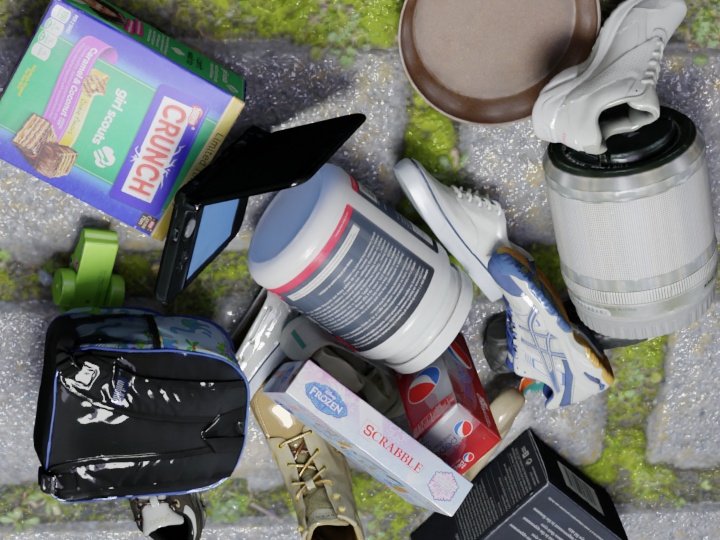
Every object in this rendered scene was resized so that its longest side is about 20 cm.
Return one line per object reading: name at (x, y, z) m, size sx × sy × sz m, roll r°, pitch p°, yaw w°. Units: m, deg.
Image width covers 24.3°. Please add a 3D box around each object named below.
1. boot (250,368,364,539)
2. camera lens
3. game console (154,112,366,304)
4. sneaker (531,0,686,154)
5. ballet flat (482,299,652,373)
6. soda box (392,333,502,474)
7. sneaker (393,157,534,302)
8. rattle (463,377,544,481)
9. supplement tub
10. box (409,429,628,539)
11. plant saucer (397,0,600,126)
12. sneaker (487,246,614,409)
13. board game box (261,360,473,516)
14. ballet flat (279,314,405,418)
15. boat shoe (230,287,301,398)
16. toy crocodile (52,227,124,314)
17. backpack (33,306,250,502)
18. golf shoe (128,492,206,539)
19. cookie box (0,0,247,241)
boot at (-0.056, 0.214, 1.768) m, size 0.072 × 0.156 × 0.201 m, roll -23°, pitch 120°, yaw 5°
camera lens at (0.271, -0.054, 1.667) m, size 0.159 × 0.160 × 0.201 m, roll -14°, pitch 120°, yaw -1°
game console at (-0.093, -0.060, 1.569) m, size 0.116 × 0.200 × 0.177 m, roll 21°, pitch 117°, yaw 9°
sneaker at (0.260, -0.183, 1.602) m, size 0.200 × 0.099 × 0.078 m, roll -49°, pitch 148°, yaw -9°
ballet flat at (0.229, 0.067, 1.790) m, size 0.199 × 0.067 × 0.057 m, roll -8°, pitch 133°, yaw 2°
soda box at (0.082, 0.120, 1.711) m, size 0.063 × 0.200 × 0.070 m, roll -42°, pitch 116°, yaw 15°
sneaker at (0.107, -0.055, 1.701) m, size 0.071 × 0.073 × 0.200 m, roll -40°, pitch 127°, yaw 3°
rattle at (0.113, 0.145, 1.821) m, size 0.201 × 0.143 × 0.130 m, roll -57°, pitch 150°, yaw 13°
supplement tub at (0.000, 0.000, 1.666) m, size 0.200 × 0.141 × 0.140 m, roll 36°, pitch 108°, yaw -24°
box at (0.177, 0.307, 1.886) m, size 0.200 × 0.105 × 0.148 m, roll -43°, pitch 117°, yaw 15°
plant saucer at (0.132, -0.238, 1.616) m, size 0.199 × 0.035 × 0.201 m, roll -4°, pitch 119°, yaw -8°
sneaker at (0.177, 0.067, 1.706) m, size 0.088 × 0.075 × 0.200 m, roll -32°, pitch 114°, yaw 16°
board game box at (0.002, 0.164, 1.657) m, size 0.199 × 0.200 × 0.041 m, roll 37°, pitch 80°, yaw -6°
ballet flat at (-0.005, 0.114, 1.731) m, size 0.069 × 0.070 × 0.200 m, roll -42°, pitch 129°, yaw 15°
boat shoe at (-0.142, 0.094, 1.736) m, size 0.086 × 0.075 × 0.202 m, roll 34°, pitch 106°, yaw -24°
toy crocodile at (-0.285, 0.047, 1.700) m, size 0.067 × 0.062 × 0.201 m, roll 1°, pitch 117°, yaw -25°
backpack at (-0.215, 0.123, 1.644) m, size 0.199 × 0.147 × 0.184 m, roll 2°, pitch 117°, yaw -18°
golf shoe at (-0.219, 0.226, 1.787) m, size 0.077 × 0.095 × 0.201 m, roll -25°, pitch 118°, yaw 7°
cookie box at (-0.232, -0.149, 1.576) m, size 0.199 × 0.075 × 0.172 m, roll 27°, pitch 112°, yaw -15°
